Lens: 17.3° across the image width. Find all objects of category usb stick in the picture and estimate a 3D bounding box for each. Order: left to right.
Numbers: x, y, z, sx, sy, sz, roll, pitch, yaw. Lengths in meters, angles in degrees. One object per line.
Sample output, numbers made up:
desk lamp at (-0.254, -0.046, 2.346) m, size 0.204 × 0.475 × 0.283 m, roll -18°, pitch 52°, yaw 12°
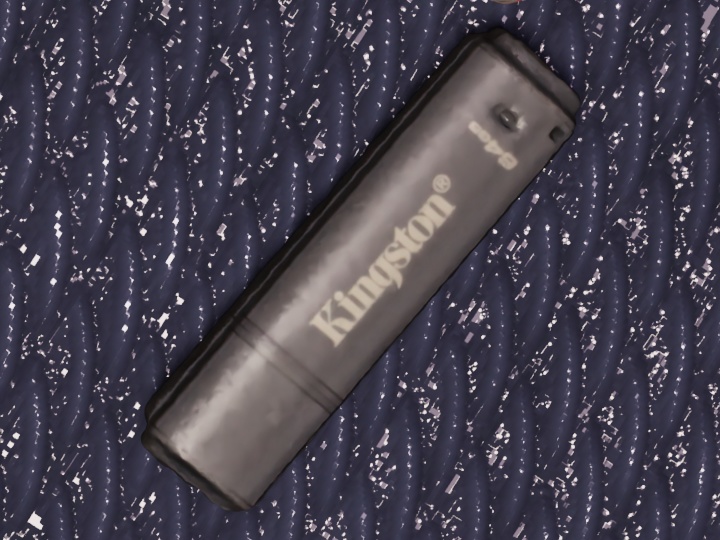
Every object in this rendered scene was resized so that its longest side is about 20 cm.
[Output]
usb stick at (0.000, 0.000, 0.858) m, size 0.055 × 0.033 × 0.200 m, roll 41°, pitch 90°, yaw -7°

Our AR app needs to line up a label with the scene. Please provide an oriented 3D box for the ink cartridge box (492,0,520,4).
ink cartridge box at (0.093, -0.206, 0.822) m, size 0.199 × 0.086 × 0.148 m, roll -32°, pitch 97°, yaw -3°
